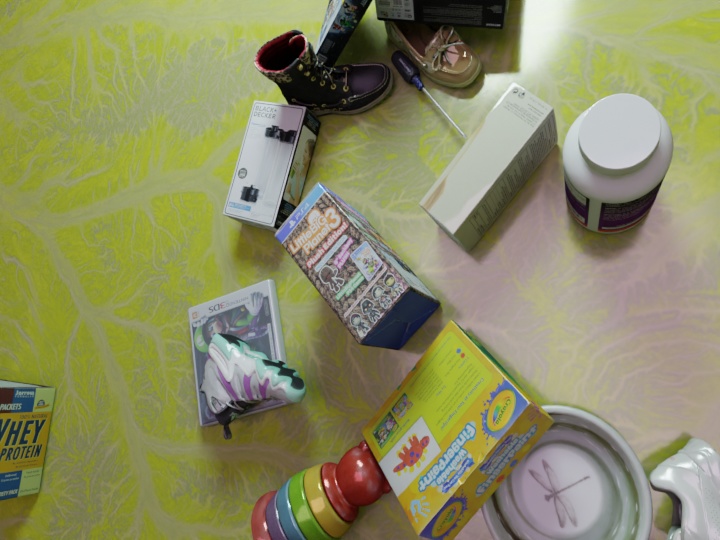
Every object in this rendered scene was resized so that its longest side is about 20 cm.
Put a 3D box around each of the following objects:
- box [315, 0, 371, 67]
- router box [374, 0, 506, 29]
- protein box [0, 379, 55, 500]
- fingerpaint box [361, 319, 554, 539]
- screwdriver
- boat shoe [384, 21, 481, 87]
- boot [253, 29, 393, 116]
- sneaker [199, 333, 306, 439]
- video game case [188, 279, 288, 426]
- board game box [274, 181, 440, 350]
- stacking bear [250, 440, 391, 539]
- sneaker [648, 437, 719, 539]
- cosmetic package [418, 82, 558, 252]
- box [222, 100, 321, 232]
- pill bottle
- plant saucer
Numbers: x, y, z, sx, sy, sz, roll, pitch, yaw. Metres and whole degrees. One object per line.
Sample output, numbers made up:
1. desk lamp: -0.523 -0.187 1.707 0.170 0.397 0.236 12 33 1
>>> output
1. box: -0.013 -0.427 0.813 0.037 0.199 0.141 19 71 -18
2. router box: 0.131 -0.443 0.784 0.193 0.053 0.162 12 66 16
3. protein box: -0.730 0.321 1.024 0.193 0.134 0.207 0 79 24
4. fingerpaint box: 0.114 0.199 0.669 0.202 0.073 0.167 -52 38 7
5. screwdriver: 0.103 -0.271 0.817 0.028 0.028 0.204 -22 65 -12
6. boat shoe: 0.102 -0.355 0.816 0.199 0.062 0.074 42 98 25
7. boot: -0.058 -0.311 0.831 0.193 0.150 0.076 0 79 24
8. sneaker: -0.175 0.198 0.811 0.196 0.077 0.144 21 90 36
9. video game case: -0.207 0.139 0.885 0.176 0.023 0.207 -18 74 21
10. board game box: 0.000 0.000 0.743 0.097 0.159 0.201 -45 66 9
11. stacking bear: -0.047 0.322 0.736 0.198 0.113 0.123 -37 68 8
12. sneaker: 0.381 0.295 0.559 0.097 0.078 0.204 -28 61 8
13. cosmetic package: 0.177 -0.135 0.721 0.071 0.105 0.202 42 96 26
14. box: -0.151 -0.176 0.898 0.113 0.060 0.207 15 86 25
15. pill bottle: 0.293 -0.120 0.610 0.108 0.199 0.117 -4 78 22
16. plant saucer: 0.244 0.270 0.642 0.193 0.050 0.209 -5 79 23
